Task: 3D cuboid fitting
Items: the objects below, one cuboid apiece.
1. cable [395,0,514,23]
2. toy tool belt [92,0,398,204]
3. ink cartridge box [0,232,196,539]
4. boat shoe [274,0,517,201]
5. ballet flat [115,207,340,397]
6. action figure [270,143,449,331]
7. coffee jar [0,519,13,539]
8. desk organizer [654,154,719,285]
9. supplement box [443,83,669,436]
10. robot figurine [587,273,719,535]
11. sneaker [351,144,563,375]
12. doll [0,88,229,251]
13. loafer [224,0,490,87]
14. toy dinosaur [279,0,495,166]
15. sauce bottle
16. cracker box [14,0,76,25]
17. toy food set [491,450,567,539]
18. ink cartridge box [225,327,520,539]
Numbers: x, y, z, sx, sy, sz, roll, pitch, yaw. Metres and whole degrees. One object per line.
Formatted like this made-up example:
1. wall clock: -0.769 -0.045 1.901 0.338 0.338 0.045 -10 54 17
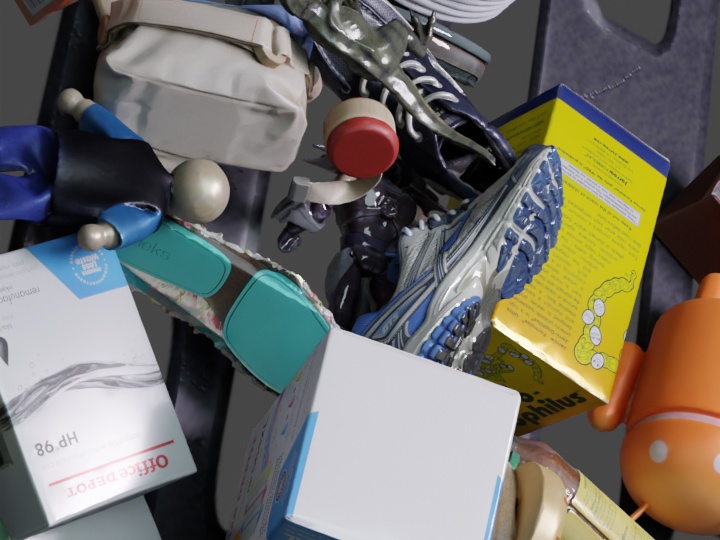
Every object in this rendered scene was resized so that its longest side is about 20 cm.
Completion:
1. cable: 0.047 -0.263 1.760 0.200 0.069 0.200 45 34 5
2. toy tool belt: -0.074 -0.128 1.613 0.198 0.125 0.123 9 42 -12
3. ink cartridge box: -0.175 0.087 1.498 0.115 0.067 0.201 -18 84 -41
4. boat shoe: 0.030 -0.121 1.664 0.200 0.093 0.075 43 86 -22
5. ballet flat: -0.084 0.011 1.585 0.200 0.064 0.076 39 96 -11
6. action figure: 0.000 0.000 1.667 0.129 0.069 0.201 18 59 -23
7. coffee jar: -0.240 0.163 1.408 0.104 0.085 0.201 -27 91 -37
8. desk organizer: 0.314 0.004 1.893 0.200 0.077 0.072 48 52 -13
9. supplement box: 0.120 -0.005 1.729 0.109 0.109 0.201 33 57 -23
10. robot figurine: 0.250 0.101 1.783 0.143 0.116 0.201 34 56 -21
11. sneaker: 0.060 -0.012 1.607 0.200 0.085 0.077 -54 151 -27
12. doll: -0.176 -0.058 1.511 0.198 0.049 0.137 5 43 -12
13. loafer: -0.006 -0.158 1.729 0.199 0.072 0.063 21 89 -24
14. toy dinosaur: 0.010 -0.146 1.603 0.200 0.047 0.088 39 29 -22
15. sauce bottle: 0.130 0.160 1.705 0.200 0.066 0.066 45 53 -16
16. cracker box: -0.124 -0.239 1.613 0.200 0.134 0.058 -37 97 -39
17. toy food set: 0.067 0.208 1.560 0.048 0.198 0.202 17 86 -8
18. ink cartridge box: -0.004 0.145 1.535 0.124 0.200 0.129 20 61 -10
